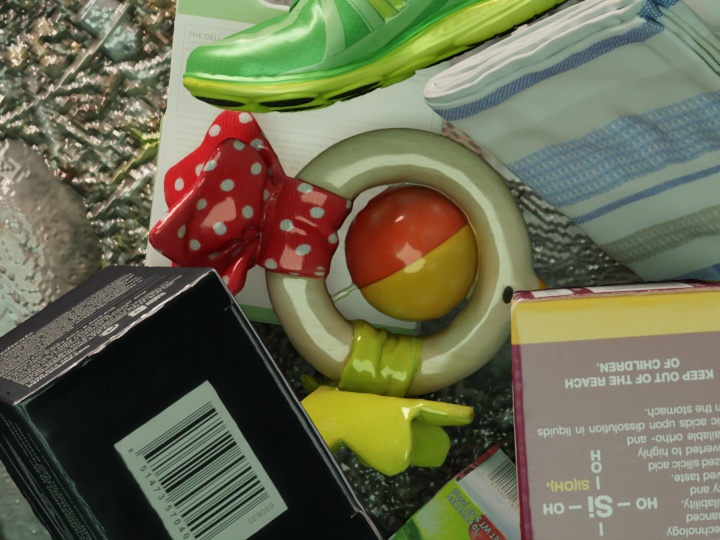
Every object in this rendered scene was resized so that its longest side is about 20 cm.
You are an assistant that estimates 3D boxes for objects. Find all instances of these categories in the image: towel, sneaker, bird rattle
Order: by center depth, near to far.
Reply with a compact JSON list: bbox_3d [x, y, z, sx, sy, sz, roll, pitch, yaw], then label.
[{"bbox_3d":[0.138,-0.043,0.804,0.200,0.147,0.024,38,57,-25],"label":"towel"},{"bbox_3d":[0.007,-0.130,0.850,0.200,0.074,0.084,-23,91,-3],"label":"sneaker"},{"bbox_3d":[0.000,0.000,0.883,0.163,0.113,0.200,-30,82,-5],"label":"bird rattle"}]

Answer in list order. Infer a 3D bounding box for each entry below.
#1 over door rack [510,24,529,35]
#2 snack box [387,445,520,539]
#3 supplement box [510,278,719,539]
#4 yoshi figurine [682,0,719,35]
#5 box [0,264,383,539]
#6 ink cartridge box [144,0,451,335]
[{"bbox_3d":[0.154,-0.138,0.896,0.200,0.067,0.148,44,99,-3],"label":"over door rack"},{"bbox_3d":[0.084,0.208,0.913,0.200,0.053,0.142,47,125,9],"label":"snack box"},{"bbox_3d":[0.120,0.106,0.786,0.103,0.131,0.201,-4,90,4],"label":"supplement box"},{"bbox_3d":[0.155,-0.103,0.784,0.112,0.200,0.113,-27,62,5],"label":"yoshi figurine"},{"bbox_3d":[-0.098,0.084,0.843,0.104,0.200,0.148,-35,103,-17],"label":"box"},{"bbox_3d":[-0.028,-0.071,0.923,0.145,0.048,0.201,8,101,3],"label":"ink cartridge box"}]
